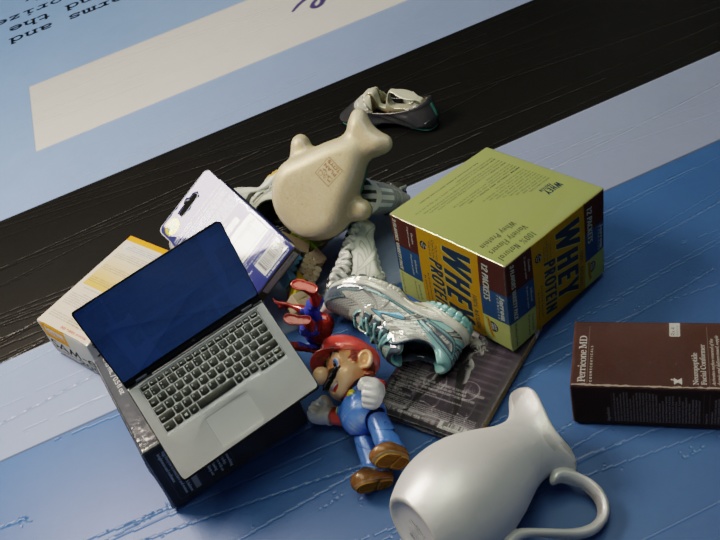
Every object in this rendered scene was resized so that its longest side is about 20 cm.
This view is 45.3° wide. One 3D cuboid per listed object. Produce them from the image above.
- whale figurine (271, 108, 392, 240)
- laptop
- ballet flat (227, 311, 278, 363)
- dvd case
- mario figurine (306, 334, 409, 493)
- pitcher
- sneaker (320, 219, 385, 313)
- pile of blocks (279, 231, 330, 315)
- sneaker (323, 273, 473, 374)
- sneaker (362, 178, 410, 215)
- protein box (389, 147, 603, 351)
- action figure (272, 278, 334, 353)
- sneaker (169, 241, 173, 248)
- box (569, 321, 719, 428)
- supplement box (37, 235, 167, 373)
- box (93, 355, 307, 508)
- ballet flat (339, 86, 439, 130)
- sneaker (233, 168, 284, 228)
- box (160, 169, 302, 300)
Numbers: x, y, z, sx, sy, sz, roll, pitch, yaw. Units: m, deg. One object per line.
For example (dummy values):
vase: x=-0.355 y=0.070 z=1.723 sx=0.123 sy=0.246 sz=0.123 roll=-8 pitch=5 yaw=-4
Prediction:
whale figurine: x=-0.035 y=-0.136 z=1.241 sx=0.159 sy=0.104 sz=0.200 roll=45 pitch=108 yaw=9
laptop: x=-0.176 y=0.091 z=0.955 sx=0.186 sy=0.116 sz=0.201 roll=-33 pitch=77 yaw=-12
ballet flat: x=-0.169 y=0.044 z=1.072 sx=0.067 sy=0.064 sz=0.200 roll=-30 pitch=43 yaw=-21
dvd case: x=0.123 y=0.123 z=1.093 sx=0.147 sy=0.016 sz=0.201 roll=14 pitch=51 yaw=33
mario figurine: x=-0.019 y=0.161 z=1.029 sx=0.123 sy=0.106 sz=0.201 roll=-32 pitch=47 yaw=10
pitcher: x=0.146 y=0.237 z=0.899 sx=0.199 sy=0.122 sz=0.172 roll=-27 pitch=56 yaw=-27
sneaker: x=0.000 y=0.000 z=1.241 sx=0.080 sy=0.076 sz=0.201 roll=18 pitch=40 yaw=0
pile of blocks: x=-0.095 y=-0.003 z=1.266 sx=0.081 sy=0.062 sz=0.201 roll=26 pitch=40 yaw=-14
sneaker: x=0.038 y=0.070 z=1.093 sx=0.198 sy=0.078 sz=0.087 roll=16 pitch=58 yaw=16
sneaker: x=0.011 y=-0.110 z=1.358 sx=0.114 sy=0.076 sz=0.199 roll=1 pitch=8 yaw=-29
protein box: x=0.182 y=-0.036 z=1.137 sx=0.198 sy=0.136 sz=0.199 roll=-35 pitch=41 yaw=-27
action figure: x=-0.086 y=0.062 z=1.104 sx=0.098 sy=0.200 sz=0.066 roll=11 pitch=73 yaw=11
sneaker: x=-0.223 y=-0.010 z=1.314 sx=0.198 sy=0.076 sz=0.115 roll=7 pitch=44 yaw=22
box: x=0.342 y=0.116 z=0.980 sx=0.198 sy=0.075 sz=0.101 roll=-2 pitch=44 yaw=20
supplement box: x=-0.364 y=0.050 z=1.302 sx=0.125 sy=0.074 sz=0.200 roll=19 pitch=53 yaw=34
box: x=-0.205 y=0.153 z=1.103 sx=0.199 sy=0.118 sz=0.197 roll=-31 pitch=43 yaw=-16
ballet flat: x=0.047 y=-0.292 z=1.530 sx=0.198 sy=0.074 sz=0.073 roll=10 pitch=48 yaw=29
sneaker: x=-0.126 y=-0.100 z=1.332 sx=0.087 sy=0.076 sz=0.199 roll=26 pitch=40 yaw=32
box: x=-0.188 y=-0.042 z=1.232 sx=0.200 sy=0.032 sz=0.121 roll=41 pitch=95 yaw=24
